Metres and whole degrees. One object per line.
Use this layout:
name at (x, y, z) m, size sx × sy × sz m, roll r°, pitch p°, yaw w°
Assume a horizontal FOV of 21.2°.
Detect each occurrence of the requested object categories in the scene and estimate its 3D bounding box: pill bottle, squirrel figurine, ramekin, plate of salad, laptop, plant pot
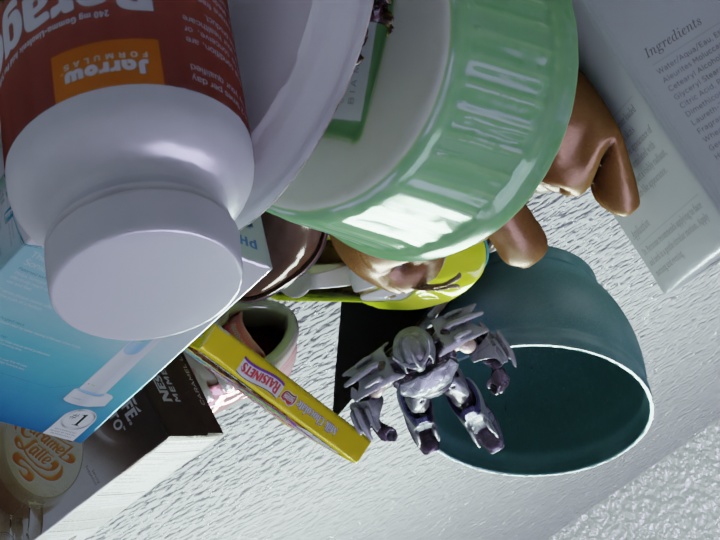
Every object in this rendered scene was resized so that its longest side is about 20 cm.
pill bottle at (-0.108, -0.075, 0.867) m, size 0.111 × 0.201 × 0.113 m, roll -9°, pitch 147°, yaw -6°
squirrel figurine at (0.054, -0.084, 1.213) m, size 0.186 × 0.142 × 0.201 m, roll -29°, pitch 131°, yaw -12°
ramekin at (0.006, -0.110, 1.012) m, size 0.200 × 0.201 × 0.097 m, roll -39°, pitch 153°, yaw 27°
plate of salad at (-0.044, -0.106, 0.941) m, size 0.048 × 0.201 × 0.200 m, roll 22°, pitch 133°, yaw -32°
laptop at (0.064, 0.002, 1.535) m, size 0.199 × 0.117 × 0.187 m, roll -18°, pitch 159°, yaw -34°
plant pot at (0.143, 0.065, 1.615) m, size 0.198 × 0.135 × 0.201 m, roll 1°, pitch 143°, yaw 1°

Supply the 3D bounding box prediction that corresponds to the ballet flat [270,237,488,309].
ballet flat at (0.000, 0.000, 1.395) m, size 0.199 × 0.068 × 0.067 m, roll -3°, pitch -171°, yaw 42°

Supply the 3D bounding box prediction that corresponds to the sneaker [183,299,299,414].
sneaker at (-0.132, 0.082, 1.513) m, size 0.199 × 0.076 × 0.105 m, roll -25°, pitch 161°, yaw -27°

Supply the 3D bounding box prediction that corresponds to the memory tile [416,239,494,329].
memory tile at (0.103, -0.028, 1.564) m, size 0.154 × 0.017 × 0.200 m, roll -53°, pitch -179°, yaw -39°

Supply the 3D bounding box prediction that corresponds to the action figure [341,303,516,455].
action figure at (0.057, 0.088, 1.451) m, size 0.129 × 0.070 × 0.200 m, roll -17°, pitch 158°, yaw 6°

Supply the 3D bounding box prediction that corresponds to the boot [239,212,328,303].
boot at (-0.073, -0.053, 1.245) m, size 0.187 × 0.064 × 0.200 m, roll -50°, pitch 160°, yaw 17°

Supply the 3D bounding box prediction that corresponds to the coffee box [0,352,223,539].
coffee box at (-0.216, 0.129, 1.441) m, size 0.200 × 0.115 × 0.080 m, roll -38°, pitch 161°, yaw 20°

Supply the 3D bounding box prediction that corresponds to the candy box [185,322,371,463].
candy box at (-0.082, 0.076, 1.409) m, size 0.027 × 0.102 × 0.200 m, roll -56°, pitch 134°, yaw -7°

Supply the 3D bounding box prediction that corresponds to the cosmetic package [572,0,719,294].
cosmetic package at (0.230, -0.123, 1.256) m, size 0.164 × 0.201 × 0.165 m, roll -31°, pitch 174°, yaw -14°

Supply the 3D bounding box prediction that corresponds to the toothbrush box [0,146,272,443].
toothbrush box at (-0.171, 0.003, 1.134) m, size 0.146 × 0.086 × 0.200 m, roll 20°, pitch 133°, yaw -38°
